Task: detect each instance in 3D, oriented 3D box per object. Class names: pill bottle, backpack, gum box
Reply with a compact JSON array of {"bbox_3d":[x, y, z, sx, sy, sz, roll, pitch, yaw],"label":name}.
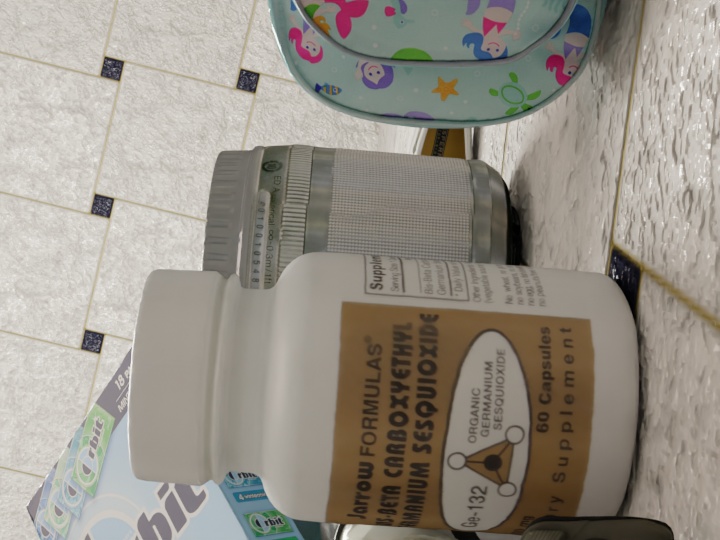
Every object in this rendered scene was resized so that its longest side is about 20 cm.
[{"bbox_3d":[0.007,0.051,0.486,0.114,0.199,0.115,-176,90,-88],"label":"pill bottle"},{"bbox_3d":[0.037,-0.166,0.534,0.151,0.176,0.201,-80,-7,-56],"label":"backpack"},{"bbox_3d":[-0.121,0.171,0.708,0.170,0.044,0.200,-53,56,26],"label":"gum box"}]

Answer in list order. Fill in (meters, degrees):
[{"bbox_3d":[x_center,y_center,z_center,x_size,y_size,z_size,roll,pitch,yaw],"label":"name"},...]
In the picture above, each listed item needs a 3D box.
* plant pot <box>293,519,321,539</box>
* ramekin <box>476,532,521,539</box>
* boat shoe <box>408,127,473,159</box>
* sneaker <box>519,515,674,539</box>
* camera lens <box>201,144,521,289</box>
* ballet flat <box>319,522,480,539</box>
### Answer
[{"bbox_3d":[-0.052,0.195,0.822,0.141,0.199,0.142,-24,62,50],"label":"plant pot"},{"bbox_3d":[0.038,0.165,0.671,0.200,0.104,0.201,-176,90,-87],"label":"ramekin"},{"bbox_3d":[0.064,-0.054,0.980,0.070,0.070,0.201,90,-169,-85],"label":"boat shoe"},{"bbox_3d":[0.067,0.148,0.339,0.200,0.076,0.115,-76,-14,-70],"label":"sneaker"},{"bbox_3d":[0.000,0.000,0.760,0.160,0.199,0.161,-175,90,-87],"label":"camera lens"},{"bbox_3d":[0.035,0.151,0.500,0.200,0.068,0.068,52,174,37],"label":"ballet flat"}]
